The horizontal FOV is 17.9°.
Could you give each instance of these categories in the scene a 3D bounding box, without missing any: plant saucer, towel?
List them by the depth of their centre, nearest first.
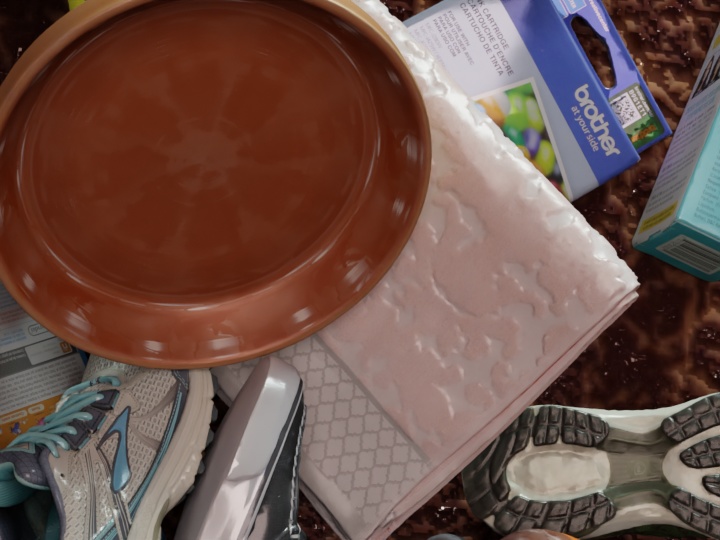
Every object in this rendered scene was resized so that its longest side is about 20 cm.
[{"bbox_3d":[-0.068,-0.045,0.991,0.199,0.201,0.032,-11,38,-9],"label":"plant saucer"},{"bbox_3d":[0.000,0.000,1.064,0.200,0.032,0.191,48,109,11],"label":"towel"}]

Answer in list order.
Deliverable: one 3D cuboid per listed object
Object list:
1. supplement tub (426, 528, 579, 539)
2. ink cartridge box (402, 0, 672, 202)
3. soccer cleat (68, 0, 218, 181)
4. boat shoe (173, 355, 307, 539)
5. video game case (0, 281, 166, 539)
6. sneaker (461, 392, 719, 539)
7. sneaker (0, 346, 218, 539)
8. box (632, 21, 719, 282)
[{"bbox_3d":[0.109,0.182,1.041,0.199,0.107,0.108,23,78,-26],"label":"supplement tub"},{"bbox_3d":[0.052,-0.072,1.132,0.199,0.042,0.120,-30,92,-13],"label":"ink cartridge box"},{"bbox_3d":[-0.101,-0.121,1.004,0.064,0.084,0.201,-11,120,-11],"label":"soccer cleat"},{"bbox_3d":[-0.049,0.140,1.014,0.067,0.072,0.201,20,71,-13],"label":"boat shoe"},{"bbox_3d":[-0.168,0.077,1.047,0.143,0.018,0.201,-18,82,-55],"label":"video game case"},{"bbox_3d":[0.148,0.098,1.095,0.198,0.089,0.077,3,80,4],"label":"sneaker"},{"bbox_3d":[-0.122,0.089,1.016,0.086,0.077,0.201,33,44,-30],"label":"sneaker"},{"bbox_3d":[0.202,-0.098,1.139,0.049,0.082,0.201,24,79,-5],"label":"box"}]
